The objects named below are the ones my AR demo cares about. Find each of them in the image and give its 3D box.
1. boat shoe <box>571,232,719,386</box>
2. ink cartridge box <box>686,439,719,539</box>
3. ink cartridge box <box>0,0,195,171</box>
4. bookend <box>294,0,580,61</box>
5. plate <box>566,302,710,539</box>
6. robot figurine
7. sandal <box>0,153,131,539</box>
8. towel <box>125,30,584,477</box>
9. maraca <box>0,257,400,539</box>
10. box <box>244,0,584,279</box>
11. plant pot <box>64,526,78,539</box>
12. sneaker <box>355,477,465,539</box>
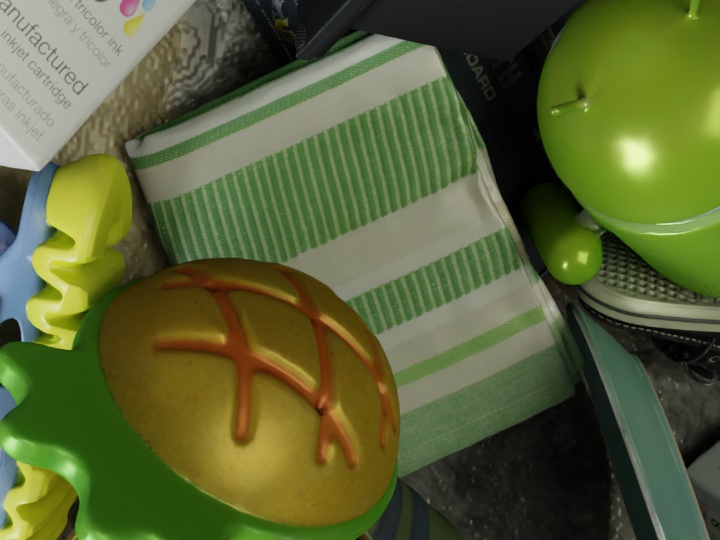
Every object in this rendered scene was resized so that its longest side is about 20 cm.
[{"bbox_3d":[0.172,0.022,0.984,0.199,0.075,0.063,4,124,-46],"label":"boat shoe"},{"bbox_3d":[0.291,0.122,1.011,0.162,0.200,0.057,-34,132,-24],"label":"ink cartridge box"},{"bbox_3d":[-0.128,-0.163,0.739,0.200,0.146,0.147,-50,119,-16],"label":"ink cartridge box"},{"bbox_3d":[0.080,-0.178,0.823,0.197,0.092,0.202,10,69,-22],"label":"bookend"},{"bbox_3d":[0.139,0.107,0.920,0.025,0.200,0.202,-18,109,3],"label":"plate"},{"bbox_3d":[0.150,-0.059,0.864,0.175,0.116,0.200,-42,148,10],"label":"robot figurine"},{"bbox_3d":[-0.151,0.044,0.806,0.086,0.079,0.202,12,99,4],"label":"sandal"},{"bbox_3d":[0.000,0.000,0.878,0.152,0.023,0.201,-24,114,4],"label":"towel"},{"bbox_3d":[-0.057,0.057,0.754,0.107,0.137,0.200,-55,161,27],"label":"maraca"},{"bbox_3d":[0.054,-0.099,0.918,0.157,0.051,0.201,-40,115,-22],"label":"box"},{"bbox_3d":[-0.055,0.238,0.819,0.201,0.199,0.176,-53,134,-11],"label":"plant pot"},{"bbox_3d":[-0.002,0.118,0.879,0.067,0.090,0.200,-43,80,11],"label":"sneaker"}]
